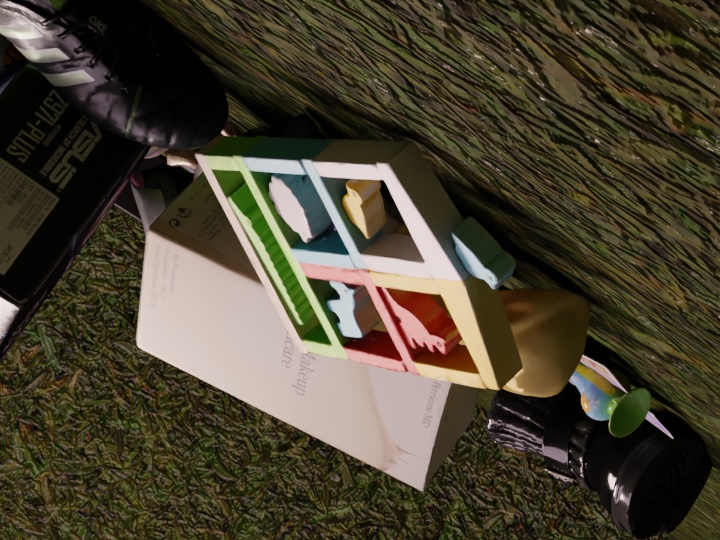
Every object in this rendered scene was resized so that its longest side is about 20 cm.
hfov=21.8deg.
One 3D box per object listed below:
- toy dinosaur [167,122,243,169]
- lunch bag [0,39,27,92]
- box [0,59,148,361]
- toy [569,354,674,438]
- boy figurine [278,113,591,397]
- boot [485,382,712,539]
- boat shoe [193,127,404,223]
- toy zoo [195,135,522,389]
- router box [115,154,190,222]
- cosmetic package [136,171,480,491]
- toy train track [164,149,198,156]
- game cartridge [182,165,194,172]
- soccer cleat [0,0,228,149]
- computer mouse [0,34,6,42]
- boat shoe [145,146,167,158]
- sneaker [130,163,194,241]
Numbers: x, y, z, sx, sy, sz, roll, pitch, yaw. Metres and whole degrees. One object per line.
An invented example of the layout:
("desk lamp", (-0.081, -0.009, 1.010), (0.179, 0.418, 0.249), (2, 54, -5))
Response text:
("toy dinosaur", (-0.079, -0.078, 1.314), (0.101, 0.059, 0.200), (17, 170, 14))
("lunch bag", (-0.329, -0.136, 1.171), (0.170, 0.200, 0.124), (54, 164, -11))
("box", (-0.203, -0.046, 1.146), (0.086, 0.200, 0.164), (35, 150, -5))
("toy", (0.104, 0.053, 1.224), (0.200, 0.047, 0.115), (31, 173, 41))
("boy figurine", (0.031, -0.006, 0.989), (0.199, 0.065, 0.124), (33, 176, 22))
("boot", (0.161, 0.120, 1.333), (0.157, 0.080, 0.211), (34, 177, 19))
("boat shoe", (-0.001, -0.030, 1.126), (0.199, 0.072, 0.068), (27, -148, 16))
("toy zoo", (0.005, -0.006, 0.923), (0.200, 0.020, 0.132), (8, 131, 53))
("router box", (-0.151, -0.057, 1.446), (0.200, 0.051, 0.149), (33, 180, -35))
("cosmetic package", (-0.027, 0.033, 1.091), (0.199, 0.073, 0.104), (25, 135, 16))
("toy train track", (-0.113, -0.094, 1.419), (0.199, 0.033, 0.115), (29, -173, -16))
("game cartridge", (-0.125, -0.094, 1.535), (0.200, 0.041, 0.133), (35, 173, 5))
("soccer cleat", (-0.159, -0.137, 1.044), (0.200, 0.068, 0.081), (36, 166, -2))
("computer mouse", (-0.288, -0.187, 1.066), (0.053, 0.138, 0.200), (35, 159, 42))
("boat shoe", (-0.200, -0.151, 1.280), (0.199, 0.075, 0.073), (27, 159, 23))
("sneaker", (-0.079, -0.033, 1.217), (0.200, 0.095, 0.079), (26, -134, -69))
